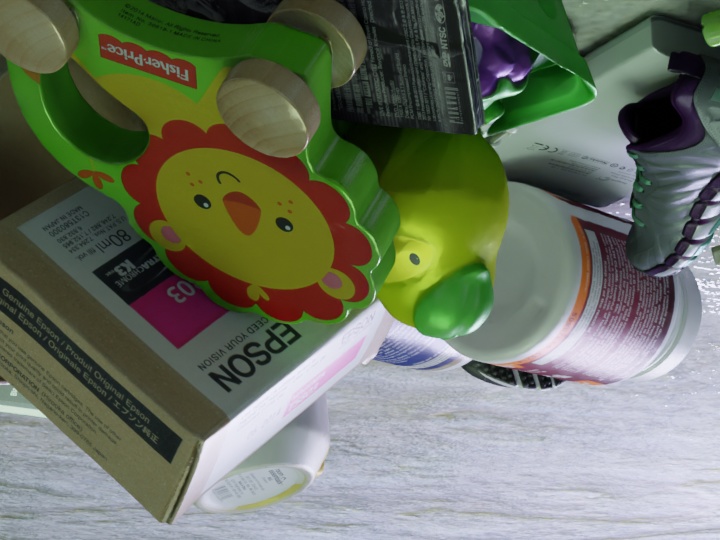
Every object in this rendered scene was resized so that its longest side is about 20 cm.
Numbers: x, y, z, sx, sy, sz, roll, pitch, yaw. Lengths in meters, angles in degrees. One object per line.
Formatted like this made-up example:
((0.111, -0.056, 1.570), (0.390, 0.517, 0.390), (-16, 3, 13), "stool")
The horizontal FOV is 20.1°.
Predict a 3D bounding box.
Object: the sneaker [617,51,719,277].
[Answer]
((0.179, -0.068, 1.181), (0.087, 0.075, 0.200), (18, 148, -8), "sneaker")

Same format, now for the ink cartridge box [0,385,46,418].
((-0.260, 0.020, 1.239), (0.199, 0.198, 0.044), (7, 115, -14), "ink cartridge box")

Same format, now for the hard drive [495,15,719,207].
((0.162, -0.091, 1.232), (0.131, 0.027, 0.200), (12, 157, -30), "hard drive")

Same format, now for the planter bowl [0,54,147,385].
((-0.224, -0.053, 1.138), (0.134, 0.201, 0.200), (21, 170, 27), "planter bowl")

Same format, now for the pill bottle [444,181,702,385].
((0.137, 0.015, 1.329), (0.114, 0.115, 0.200), (-14, 163, 33), "pill bottle")

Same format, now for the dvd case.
((-0.044, -0.137, 0.940), (0.199, 0.016, 0.149), (8, 131, 24), "dvd case")

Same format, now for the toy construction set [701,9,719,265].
((0.227, -0.088, 1.035), (0.092, 0.201, 0.131), (3, -166, 28), "toy construction set")

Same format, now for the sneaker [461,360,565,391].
((0.130, 0.046, 1.479), (0.080, 0.074, 0.199), (-8, -178, 44), "sneaker")

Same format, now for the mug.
((-0.073, 0.081, 1.397), (0.186, 0.154, 0.149), (6, 147, -36), "mug")

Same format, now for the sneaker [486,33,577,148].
((0.056, -0.061, 1.187), (0.073, 0.116, 0.200), (15, 154, -31), "sneaker")

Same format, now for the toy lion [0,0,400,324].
((-0.076, -0.057, 0.979), (0.199, 0.069, 0.192), (20, 142, 14), "toy lion")

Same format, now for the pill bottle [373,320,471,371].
((0.000, 0.000, 1.334), (0.111, 0.112, 0.200), (-15, 162, 35), "pill bottle")

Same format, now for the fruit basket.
((0.012, -0.072, 1.033), (0.215, 0.217, 0.155), (-14, 156, 34), "fruit basket")

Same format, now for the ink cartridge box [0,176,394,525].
((-0.093, 0.015, 1.089), (0.200, 0.165, 0.075), (-38, 161, -46), "ink cartridge box")
